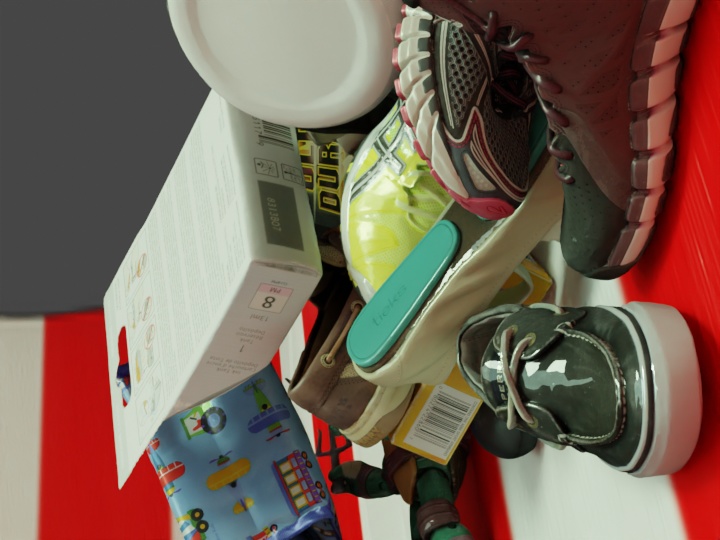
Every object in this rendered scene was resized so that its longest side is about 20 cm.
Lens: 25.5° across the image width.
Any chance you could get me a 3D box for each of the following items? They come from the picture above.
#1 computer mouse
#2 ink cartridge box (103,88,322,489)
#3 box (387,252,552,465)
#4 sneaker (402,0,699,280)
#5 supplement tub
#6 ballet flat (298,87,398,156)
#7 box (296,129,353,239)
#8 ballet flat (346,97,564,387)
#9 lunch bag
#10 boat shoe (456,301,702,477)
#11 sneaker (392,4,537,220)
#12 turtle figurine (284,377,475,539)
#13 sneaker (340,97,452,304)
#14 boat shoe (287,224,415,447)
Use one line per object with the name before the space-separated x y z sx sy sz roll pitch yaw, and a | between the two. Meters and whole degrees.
computer mouse | 0.068 0.038 0.929 0.200 0.034 0.059 -104 15 -58
ink cartridge box | -0.091 0.008 0.927 0.163 0.057 0.200 -103 31 -44
box | 0.044 0.016 0.925 0.119 0.041 0.200 -61 15 14
sneaker | 0.069 -0.087 0.642 0.076 0.115 0.200 -105 17 -58
supplement tub | -0.004 -0.170 0.797 0.200 0.122 0.123 -59 -17 -45
ballet flat | 0.003 -0.101 0.939 0.068 0.068 0.200 57 -162 16
box | -0.015 -0.090 1.052 0.049 0.159 0.200 -153 64 -79
ballet flat | 0.069 -0.019 0.776 0.200 0.069 0.070 -53 26 23
lunch bag | -0.064 0.126 1.057 0.151 0.094 0.200 63 -174 19
boat shoe | 0.086 0.050 0.684 0.200 0.071 0.072 172 98 -81
sneaker | 0.064 -0.121 0.711 0.081 0.075 0.200 27 -117 -56
turtle figurine | 0.023 0.123 1.012 0.150 0.101 0.200 76 174 -59
sneaker | 0.043 -0.070 0.831 0.076 0.075 0.200 172 115 -77
boat shoe | 0.000 0.000 0.886 0.072 0.072 0.200 -43 27 51
